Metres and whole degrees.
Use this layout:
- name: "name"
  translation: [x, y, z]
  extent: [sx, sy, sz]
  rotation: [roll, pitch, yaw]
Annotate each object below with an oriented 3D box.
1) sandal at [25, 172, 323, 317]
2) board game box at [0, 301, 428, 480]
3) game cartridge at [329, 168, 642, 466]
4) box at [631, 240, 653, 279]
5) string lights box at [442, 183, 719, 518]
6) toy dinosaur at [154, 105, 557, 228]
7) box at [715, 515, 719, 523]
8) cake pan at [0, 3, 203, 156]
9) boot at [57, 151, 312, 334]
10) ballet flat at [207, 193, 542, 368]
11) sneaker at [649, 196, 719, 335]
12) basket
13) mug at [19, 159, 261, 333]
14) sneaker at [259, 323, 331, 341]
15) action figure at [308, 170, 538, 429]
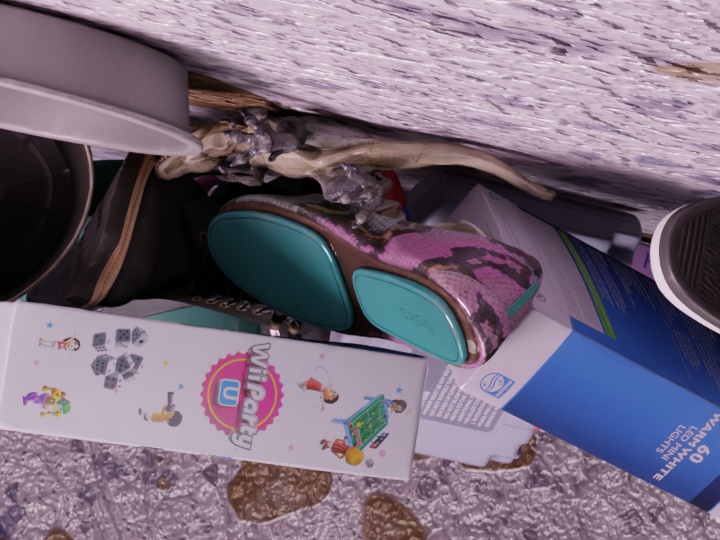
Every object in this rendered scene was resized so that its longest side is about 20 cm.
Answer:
- name: "sandal"
  translation: [-0.102, -0.016, 1.469]
  extent: [0.200, 0.075, 0.048]
  rotation: [-20, 131, 12]
- name: "board game box"
  translation: [-0.085, 0.056, 1.271]
  extent: [0.199, 0.065, 0.148]
  rotation: [9, 178, -15]
- name: "game cartridge"
  translation: [0.056, 0.027, 1.431]
  extent: [0.133, 0.041, 0.200]
  rotation: [10, 135, -16]
- name: "box"
  translation: [0.137, 0.032, 1.627]
  extent: [0.176, 0.097, 0.200]
  rotation: [16, 174, -43]
- name: "string lights box"
  translation: [0.127, 0.045, 1.285]
  extent: [0.200, 0.059, 0.103]
  rotation: [28, -155, -31]
- name: "toy dinosaur"
  translation: [-0.013, -0.052, 1.234]
  extent: [0.199, 0.048, 0.088]
  rotation: [8, -170, 17]
- name: "box"
  translation: [0.268, 0.079, 1.476]
  extent: [0.106, 0.153, 0.200]
  rotation: [11, 177, 10]
- name: "cake pan"
  translation: [-0.164, -0.091, 1.166]
  extent: [0.200, 0.037, 0.200]
  rotation: [12, 177, 1]
- name: "boot"
  translation: [-0.073, -0.002, 1.339]
  extent: [0.138, 0.078, 0.200]
  rotation: [30, -164, -5]
- name: "ballet flat"
  translation: [0.012, -0.004, 1.239]
  extent: [0.071, 0.069, 0.200]
  rotation: [-33, -150, -30]
- name: "sneaker"
  translation: [0.198, 0.011, 1.251]
  extent: [0.199, 0.084, 0.121]
  rotation: [13, 167, -28]
- name: "basket"
  translation: [-0.223, -0.041, 1.424]
  extent: [0.180, 0.136, 0.200]
  rotation: [-14, -178, 1]
- name: "mug"
  translation: [-0.120, 0.009, 1.595]
  extent: [0.185, 0.115, 0.152]
  rotation: [14, -161, 27]
- name: "sneaker"
  translation: [0.000, 0.000, 1.521]
  extent: [0.079, 0.074, 0.200]
  rotation: [-4, -163, 30]
- name: "action figure"
  translation: [0.035, 0.000, 1.330]
  extent: [0.200, 0.052, 0.065]
  rotation: [48, -165, -21]
